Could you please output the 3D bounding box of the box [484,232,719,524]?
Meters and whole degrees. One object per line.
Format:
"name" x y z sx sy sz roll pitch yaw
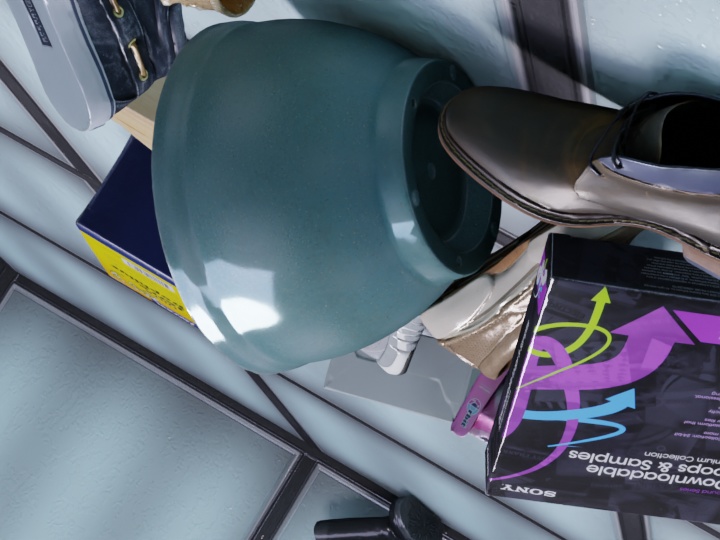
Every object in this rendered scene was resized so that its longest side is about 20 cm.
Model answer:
"box" 0.152 0.064 1.086 0.142 0.036 0.201 7 141 -2

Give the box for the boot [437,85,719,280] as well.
"boot" 0.127 -0.064 0.956 0.199 0.075 0.097 21 155 18

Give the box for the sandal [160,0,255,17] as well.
"sandal" -0.073 -0.157 1.048 0.211 0.078 0.070 12 152 49

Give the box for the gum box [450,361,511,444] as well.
"gum box" 0.118 0.059 1.260 0.066 0.114 0.200 30 -175 6

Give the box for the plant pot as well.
"plant pot" -0.004 -0.049 1.112 0.133 0.202 0.200 -8 149 29

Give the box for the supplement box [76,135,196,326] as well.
"supplement box" -0.159 -0.036 1.729 0.109 0.109 0.200 30 169 7

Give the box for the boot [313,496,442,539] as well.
"boot" 0.013 0.417 3.288 0.199 0.066 0.165 -3 154 26

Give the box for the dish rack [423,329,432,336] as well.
"dish rack" 0.027 -0.004 1.563 0.171 0.044 0.200 35 169 -21

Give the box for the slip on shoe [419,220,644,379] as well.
"slip on shoe" 0.110 0.003 1.094 0.061 0.076 0.200 51 135 -3

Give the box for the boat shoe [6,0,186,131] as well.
"boat shoe" -0.173 -0.192 1.231 0.071 0.091 0.201 21 138 44

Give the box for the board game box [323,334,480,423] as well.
"board game box" 0.094 0.094 1.578 0.147 0.065 0.199 13 176 44

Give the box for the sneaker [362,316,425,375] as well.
"sneaker" 0.000 0.000 1.409 0.115 0.075 0.200 21 146 2

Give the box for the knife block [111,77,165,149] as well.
"knife block" -0.105 -0.110 1.398 0.200 0.064 0.175 39 167 -31
